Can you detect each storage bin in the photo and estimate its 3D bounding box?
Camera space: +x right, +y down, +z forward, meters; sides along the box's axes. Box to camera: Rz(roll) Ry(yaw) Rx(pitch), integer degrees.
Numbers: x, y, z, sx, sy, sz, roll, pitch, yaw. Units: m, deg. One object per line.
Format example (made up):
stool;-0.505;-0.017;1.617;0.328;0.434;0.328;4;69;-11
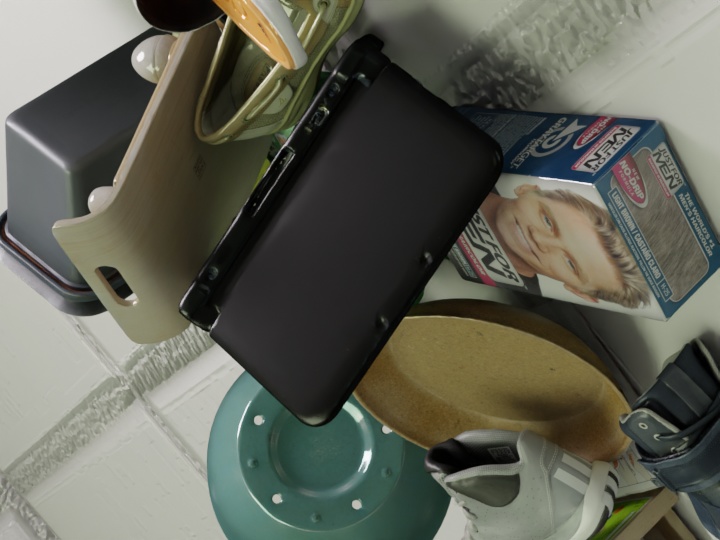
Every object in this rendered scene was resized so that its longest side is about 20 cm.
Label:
storage bin;-0.174;-0.080;1.531;0.145;0.200;0.135;36;147;28

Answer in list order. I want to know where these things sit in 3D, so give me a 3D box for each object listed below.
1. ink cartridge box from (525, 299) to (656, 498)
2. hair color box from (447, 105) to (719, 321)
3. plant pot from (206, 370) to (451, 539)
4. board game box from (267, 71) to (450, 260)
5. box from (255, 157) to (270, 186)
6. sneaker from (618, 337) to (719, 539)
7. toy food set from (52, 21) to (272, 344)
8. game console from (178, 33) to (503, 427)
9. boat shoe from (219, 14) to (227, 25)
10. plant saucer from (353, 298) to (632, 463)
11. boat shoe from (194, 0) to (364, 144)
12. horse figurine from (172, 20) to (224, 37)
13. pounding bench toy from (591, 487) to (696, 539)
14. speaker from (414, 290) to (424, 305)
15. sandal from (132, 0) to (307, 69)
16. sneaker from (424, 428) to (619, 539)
ink cartridge box;0.134;0.092;1.438;0.161;0.050;0.200;53;140;-10
hair color box;0.115;-0.038;1.207;0.199;0.060;0.100;11;138;57
plant pot;-0.026;0.141;1.541;0.201;0.201;0.161;45;173;10
board game box;-0.014;-0.079;1.429;0.199;0.029;0.135;13;141;56
box;-0.079;-0.037;1.502;0.075;0.050;0.200;23;158;39
sneaker;0.238;0.115;1.203;0.147;0.077;0.202;53;160;-18
toy food set;-0.130;-0.070;1.322;0.060;0.201;0.144;9;151;24
game console;-0.010;-0.029;1.244;0.116;0.201;0.176;34;-171;-3
boat shoe;-0.107;-0.245;1.283;0.073;0.062;0.201;11;137;59
plant saucer;0.088;0.072;1.353;0.199;0.036;0.201;13;150;8
boat shoe;-0.051;-0.159;1.243;0.073;0.063;0.201;47;136;20
horse figurine;-0.121;-0.200;1.406;0.200;0.050;0.133;33;159;37
pounding bench toy;0.174;0.280;1.436;0.156;0.200;0.124;51;158;-4
speaker;0.000;0.000;1.376;0.088;0.088;0.200;46;162;6
sandal;-0.105;-0.170;1.197;0.207;0.059;0.079;46;168;44
sneaker;0.080;0.167;1.403;0.115;0.075;0.200;33;129;-12
